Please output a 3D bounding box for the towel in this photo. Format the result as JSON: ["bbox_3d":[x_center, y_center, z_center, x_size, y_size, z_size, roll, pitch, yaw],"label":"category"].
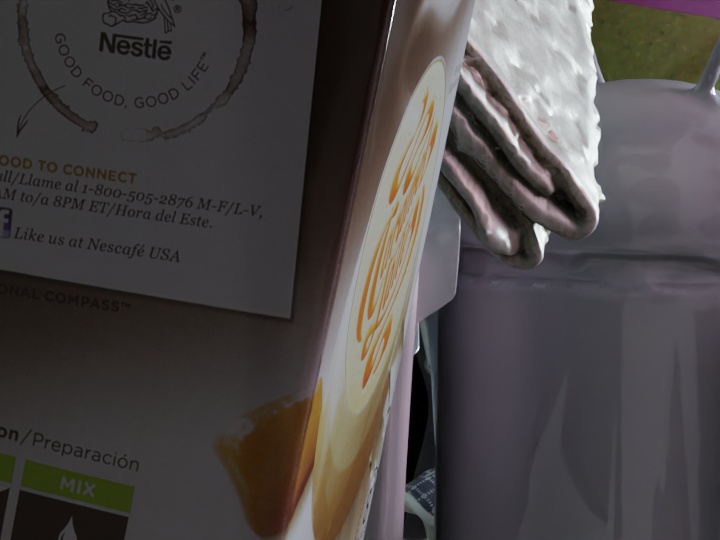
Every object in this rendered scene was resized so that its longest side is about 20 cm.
[{"bbox_3d":[0.012,-0.095,0.731,0.133,0.034,0.200,50,23,-22],"label":"towel"}]

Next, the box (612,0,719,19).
[{"bbox_3d":[0.094,-0.209,0.871,0.176,0.096,0.201,88,19,-47],"label":"box"}]

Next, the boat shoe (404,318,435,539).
[{"bbox_3d":[0.011,0.003,0.929,0.073,0.062,0.201,-124,-168,-58],"label":"boat shoe"}]

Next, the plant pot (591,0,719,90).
[{"bbox_3d":[0.098,-0.085,1.000,0.185,0.200,0.200,57,8,19],"label":"plant pot"}]

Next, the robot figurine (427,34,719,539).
[{"bbox_3d":[0.076,0.035,0.813,0.113,0.169,0.201,-1,94,-43],"label":"robot figurine"}]

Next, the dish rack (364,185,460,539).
[{"bbox_3d":[0.000,0.000,0.802,0.201,0.043,0.172,93,-4,-45],"label":"dish rack"}]

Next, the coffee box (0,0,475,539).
[{"bbox_3d":[-0.031,-0.014,0.581,0.114,0.079,0.201,-47,149,-74],"label":"coffee box"}]

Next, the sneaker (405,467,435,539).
[{"bbox_3d":[0.046,0.149,0.934,0.080,0.076,0.201,-11,105,-33],"label":"sneaker"}]
